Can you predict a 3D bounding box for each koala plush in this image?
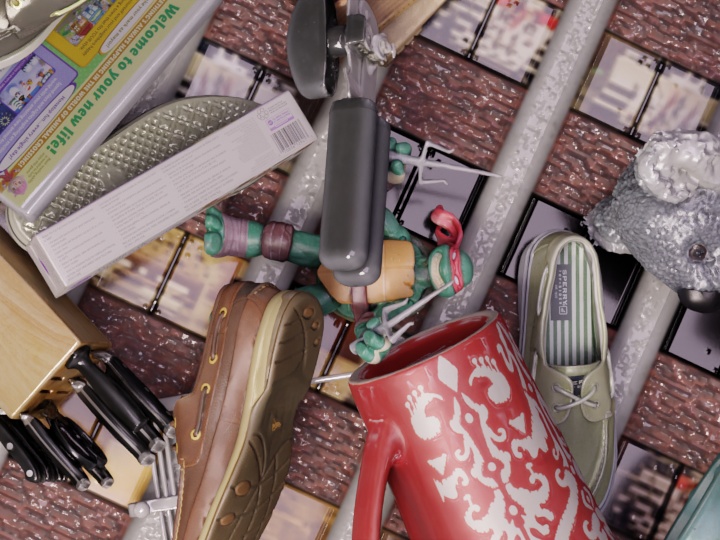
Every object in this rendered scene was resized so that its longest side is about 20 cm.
[{"bbox_3d":[0.255,-0.032,1.487,0.199,0.177,0.185,11,74,-4],"label":"koala plush"}]

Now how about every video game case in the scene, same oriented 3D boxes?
[{"bbox_3d":[-0.218,-0.160,1.460,0.182,0.022,0.200,37,78,9],"label":"video game case"}]

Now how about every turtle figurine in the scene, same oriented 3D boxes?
[{"bbox_3d":[0.000,0.000,1.485,0.199,0.101,0.150,-6,64,5],"label":"turtle figurine"}]

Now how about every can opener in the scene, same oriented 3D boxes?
[{"bbox_3d":[-0.011,-0.086,1.451,0.066,0.053,0.201,-9,65,19],"label":"can opener"}]

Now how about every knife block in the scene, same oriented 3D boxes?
[{"bbox_3d":[-0.204,0.041,1.458,0.175,0.064,0.201,-1,85,12],"label":"knife block"}]

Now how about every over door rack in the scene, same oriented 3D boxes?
[{"bbox_3d":[-0.055,0.142,1.488,0.199,0.067,0.148,-9,88,-6],"label":"over door rack"}]

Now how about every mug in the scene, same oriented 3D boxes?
[{"bbox_3d":[0.073,0.144,1.432,0.133,0.177,0.201,-20,98,29],"label":"mug"}]

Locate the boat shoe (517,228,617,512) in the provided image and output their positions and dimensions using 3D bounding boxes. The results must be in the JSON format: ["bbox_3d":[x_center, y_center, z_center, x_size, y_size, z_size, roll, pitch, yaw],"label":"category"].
[{"bbox_3d":[0.136,0.071,1.512,0.072,0.062,0.201,-5,88,-6],"label":"boat shoe"}]

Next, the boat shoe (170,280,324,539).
[{"bbox_3d":[-0.084,0.103,1.428,0.067,0.072,0.201,17,90,27],"label":"boat shoe"}]

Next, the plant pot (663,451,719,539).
[{"bbox_3d":[0.286,0.211,1.460,0.188,0.200,0.200,31,84,6],"label":"plant pot"}]

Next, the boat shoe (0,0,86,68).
[{"bbox_3d":[-0.201,-0.190,1.425,0.201,0.060,0.072,-30,77,-8],"label":"boat shoe"}]

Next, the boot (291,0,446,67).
[{"bbox_3d":[0.018,-0.257,1.519,0.166,0.072,0.200,44,87,-3],"label":"boot"}]

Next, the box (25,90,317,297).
[{"bbox_3d":[-0.120,-0.051,1.451,0.200,0.039,0.042,-33,90,-21],"label":"box"}]

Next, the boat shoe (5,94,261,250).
[{"bbox_3d":[-0.145,-0.061,1.499,0.199,0.062,0.075,-25,86,-19],"label":"boat shoe"}]
